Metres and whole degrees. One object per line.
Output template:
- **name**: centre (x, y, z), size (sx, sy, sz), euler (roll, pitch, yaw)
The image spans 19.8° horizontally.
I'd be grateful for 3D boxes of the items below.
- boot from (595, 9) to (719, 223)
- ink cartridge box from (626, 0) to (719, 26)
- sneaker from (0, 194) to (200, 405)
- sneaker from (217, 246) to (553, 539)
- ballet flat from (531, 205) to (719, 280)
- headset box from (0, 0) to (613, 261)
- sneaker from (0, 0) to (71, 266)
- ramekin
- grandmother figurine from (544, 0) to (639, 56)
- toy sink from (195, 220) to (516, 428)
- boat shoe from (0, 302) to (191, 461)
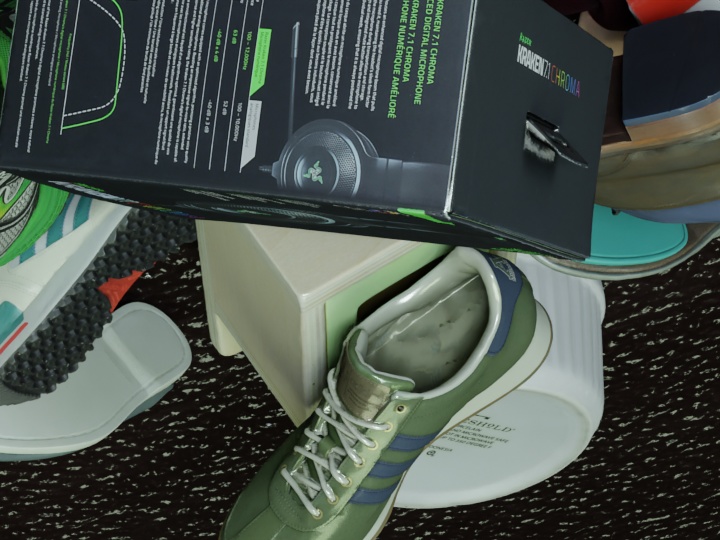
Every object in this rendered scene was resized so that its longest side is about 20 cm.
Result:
- **boot**: centre (0.094, -0.048, 0.914), size (0.198, 0.075, 0.097), euler (-7, 142, 30)
- **ink cartridge box**: centre (0.201, -0.136, 0.907), size (0.160, 0.047, 0.200), euler (-36, 153, 8)
- **sneaker**: centre (-0.141, -0.031, 1.029), size (0.200, 0.093, 0.070), euler (-48, 157, 9)
- **sneaker**: centre (0.002, 0.064, 0.948), size (0.200, 0.067, 0.090), euler (-43, 151, -6)
- **ballet flat**: centre (0.155, -0.030, 1.071), size (0.199, 0.068, 0.064), euler (-20, 163, -30)
- **headset box**: centre (-0.009, -0.064, 0.800), size (0.198, 0.094, 0.174), euler (6, 177, 22)
- **sneaker**: centre (-0.174, -0.062, 0.935), size (0.085, 0.078, 0.200), euler (-42, 169, -43)
- **ramekin**: centre (0.053, 0.066, 1.222), size (0.200, 0.095, 0.203), euler (-7, 150, -4)
- **grandmother figurine**: centre (0.132, -0.126, 0.961), size (0.120, 0.061, 0.200), euler (-19, 152, -1)
- **toy sink**: centre (0.000, 0.000, 1.035), size (0.130, 0.112, 0.201), euler (-29, 154, -17)
- **boat shoe**: centre (-0.165, 0.071, 1.118), size (0.062, 0.073, 0.200), euler (-43, 172, 28)
